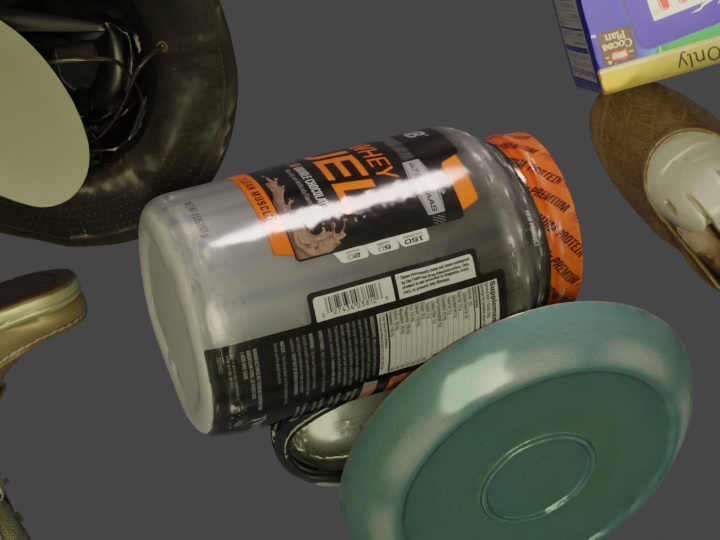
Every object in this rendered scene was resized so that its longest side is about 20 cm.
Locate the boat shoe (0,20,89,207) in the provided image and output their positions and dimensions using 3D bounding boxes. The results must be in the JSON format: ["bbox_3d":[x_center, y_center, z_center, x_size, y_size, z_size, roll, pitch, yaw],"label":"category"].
[{"bbox_3d":[-0.213,-0.098,0.726,0.200,0.063,0.071,38,65,-17],"label":"boat shoe"}]

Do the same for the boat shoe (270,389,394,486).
[{"bbox_3d":[0.051,0.073,0.843,0.200,0.060,0.076,-19,101,3],"label":"boat shoe"}]

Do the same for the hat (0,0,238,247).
[{"bbox_3d":[-0.149,-0.115,0.791,0.200,0.081,0.201,2,117,3],"label":"hat"}]

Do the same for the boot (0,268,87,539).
[{"bbox_3d":[-0.202,0.101,0.839,0.200,0.072,0.155,-29,100,10],"label":"boot"}]

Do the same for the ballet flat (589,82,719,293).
[{"bbox_3d":[0.196,-0.017,0.822,0.068,0.072,0.200,-36,100,7],"label":"ballet flat"}]

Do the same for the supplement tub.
[{"bbox_3d":[0.000,0.000,0.781,0.200,0.123,0.123,-15,102,-17],"label":"supplement tub"}]

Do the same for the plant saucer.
[{"bbox_3d":[0.087,0.100,0.810,0.200,0.027,0.200,-14,135,-15],"label":"plant saucer"}]

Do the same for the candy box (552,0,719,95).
[{"bbox_3d":[0.168,-0.205,0.781,0.169,0.077,0.200,-17,103,2],"label":"candy box"}]
